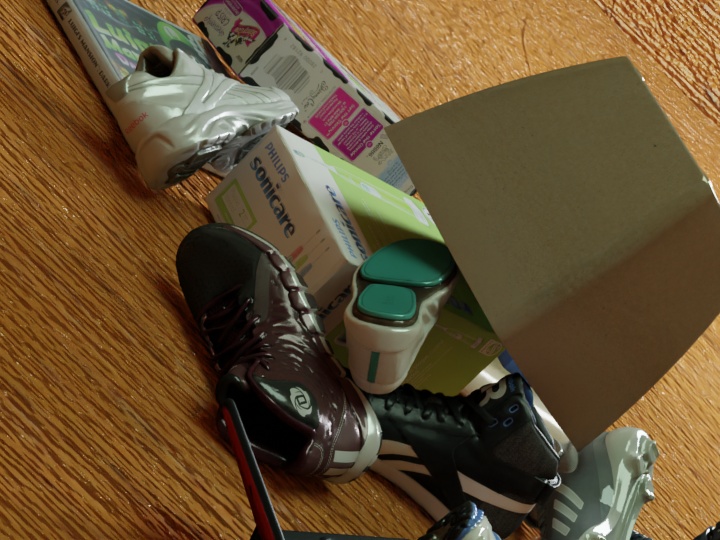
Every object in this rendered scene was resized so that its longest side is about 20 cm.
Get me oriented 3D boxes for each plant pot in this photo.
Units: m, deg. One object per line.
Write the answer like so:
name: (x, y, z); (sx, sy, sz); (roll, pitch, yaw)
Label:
plant pot: (0.160, -0.029, 1.725); (0.200, 0.176, 0.200); (63, 5, 35)

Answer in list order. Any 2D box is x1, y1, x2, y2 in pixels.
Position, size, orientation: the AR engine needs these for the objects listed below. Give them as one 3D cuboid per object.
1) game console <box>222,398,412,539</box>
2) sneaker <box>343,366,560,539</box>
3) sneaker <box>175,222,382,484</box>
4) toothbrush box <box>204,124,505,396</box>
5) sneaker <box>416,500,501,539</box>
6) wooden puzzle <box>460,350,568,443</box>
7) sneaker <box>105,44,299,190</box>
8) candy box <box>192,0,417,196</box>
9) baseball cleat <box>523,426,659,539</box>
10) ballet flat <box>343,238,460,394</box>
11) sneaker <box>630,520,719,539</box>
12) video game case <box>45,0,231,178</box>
game console: (0.008, 0.179, 1.332); (0.171, 0.119, 0.201); (7, 35, -25)
sneaker: (0.052, 0.094, 1.656); (0.200, 0.112, 0.073); (39, 17, -18)
sneaker: (-0.071, 0.049, 1.546); (0.200, 0.076, 0.115); (52, 22, 19)
toothbrush box: (0.000, 0.000, 1.791); (0.199, 0.086, 0.146); (27, 27, -46)
sneaker: (0.076, 0.214, 1.509); (0.085, 0.077, 0.200); (46, 17, -9)
wooden puzzle: (0.098, 0.043, 1.985); (0.185, 0.046, 0.201); (35, 20, -30)
sneaker: (-0.115, -0.125, 1.768); (0.100, 0.078, 0.200); (55, 23, 7)
candy box: (-0.037, -0.148, 2.023); (0.200, 0.061, 0.136); (39, 7, -31)
baseball cleat: (0.147, 0.189, 1.747); (0.200, 0.106, 0.070); (-54, 130, -47)
ballet flat: (0.022, 0.032, 1.624); (0.069, 0.069, 0.200); (44, 18, -3)
sneaker: (0.235, 0.204, 1.775); (0.077, 0.146, 0.203); (29, 22, -37)
video game case: (-0.148, -0.145, 1.886); (0.199, 0.023, 0.182); (23, 28, -51)
